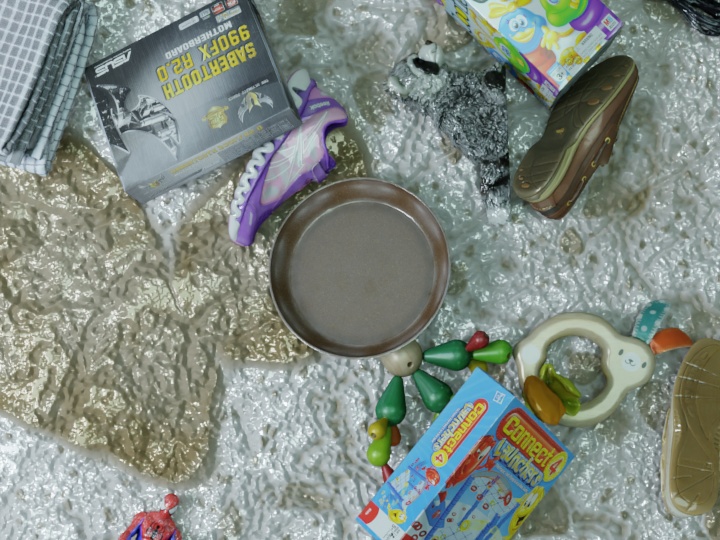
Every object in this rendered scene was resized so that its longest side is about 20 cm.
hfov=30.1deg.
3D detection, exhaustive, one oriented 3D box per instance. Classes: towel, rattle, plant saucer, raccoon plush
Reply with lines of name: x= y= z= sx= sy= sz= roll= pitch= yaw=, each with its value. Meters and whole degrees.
towel: x=-0.386 y=-0.217 z=1.415 sx=0.164 sy=0.086 sz=0.202 roll=19 pitch=89 yaw=17
rattle: x=0.265 y=0.092 z=1.424 sx=0.198 sy=0.143 sz=0.132 roll=-13 pitch=70 yaw=4
plant saucer: x=0.000 y=0.000 z=1.446 sx=0.198 sy=0.032 sz=0.203 roll=-2 pitch=74 yaw=7
raccoon plush: x=0.094 y=-0.147 z=1.448 sx=0.132 sy=0.097 sz=0.203 roll=-3 pitch=89 yaw=6

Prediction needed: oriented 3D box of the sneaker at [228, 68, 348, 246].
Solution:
sneaker: x=-0.075 y=-0.112 z=1.445 sx=0.088 sy=0.080 sz=0.202 roll=26 pitch=87 yaw=-5

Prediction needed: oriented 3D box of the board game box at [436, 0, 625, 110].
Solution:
board game box: x=0.171 y=-0.286 z=1.437 sx=0.103 sy=0.105 sz=0.200 roll=-45 pitch=85 yaw=-2

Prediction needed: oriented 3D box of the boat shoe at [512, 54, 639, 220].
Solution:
boat shoe: x=0.244 y=-0.145 z=1.467 sx=0.067 sy=0.072 sz=0.201 roll=42 pitch=78 yaw=-33

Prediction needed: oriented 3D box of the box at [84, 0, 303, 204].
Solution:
box: x=-0.179 y=-0.185 z=1.417 sx=0.198 sy=0.048 sz=0.160 roll=-25 pitch=68 yaw=8

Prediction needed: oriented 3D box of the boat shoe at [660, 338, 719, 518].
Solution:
boat shoe: x=0.361 y=0.173 z=1.456 sx=0.073 sy=0.069 sz=0.202 roll=18 pitch=67 yaw=1

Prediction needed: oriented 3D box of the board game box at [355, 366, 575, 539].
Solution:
board game box: x=0.114 y=0.224 z=1.385 sx=0.056 sy=0.200 sz=0.196 roll=38 pitch=87 yaw=36

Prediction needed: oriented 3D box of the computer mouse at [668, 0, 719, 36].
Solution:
computer mouse: x=0.396 y=-0.375 z=1.484 sx=0.138 sy=0.053 sz=0.201 roll=35 pitch=98 yaw=1

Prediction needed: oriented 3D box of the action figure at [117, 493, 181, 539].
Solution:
action figure: x=-0.244 y=0.331 z=1.420 sx=0.065 sy=0.099 sz=0.202 roll=26 pitch=85 yaw=-2

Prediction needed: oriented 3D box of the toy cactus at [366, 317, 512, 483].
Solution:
toy cactus: x=0.065 y=0.122 z=1.443 sx=0.200 sy=0.102 sz=0.165 roll=-42 pitch=80 yaw=6
